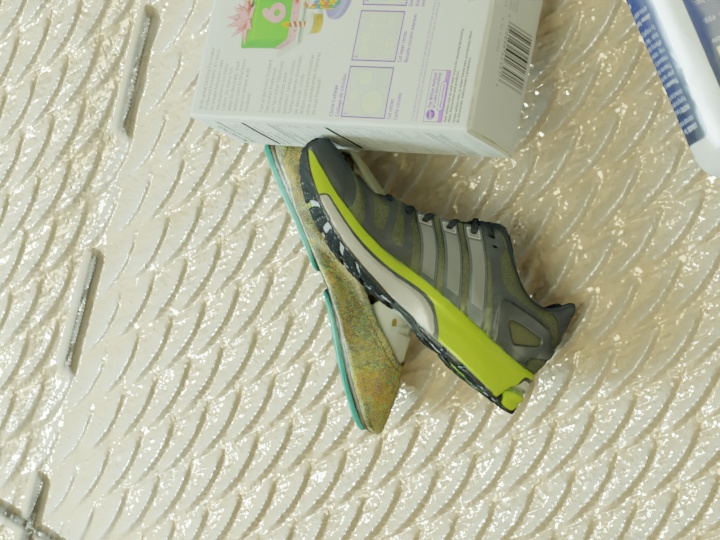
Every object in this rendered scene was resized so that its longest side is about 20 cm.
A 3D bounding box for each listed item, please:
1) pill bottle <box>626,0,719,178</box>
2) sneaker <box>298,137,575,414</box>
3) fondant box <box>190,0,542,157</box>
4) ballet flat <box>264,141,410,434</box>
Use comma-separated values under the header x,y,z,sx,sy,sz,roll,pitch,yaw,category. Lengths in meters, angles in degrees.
x,y,z,sx,sy,sz,roll,pitch,yaw,category
0.216,-0.118,1.459,0.111,0.111,0.200,-26,85,36,pill bottle
0.043,-0.009,1.609,0.200,0.074,0.081,45,83,-7,sneaker
0.006,-0.147,1.600,0.200,0.058,0.144,5,79,33,fondant box
0.000,0.000,1.668,0.071,0.071,0.200,-17,92,36,ballet flat
